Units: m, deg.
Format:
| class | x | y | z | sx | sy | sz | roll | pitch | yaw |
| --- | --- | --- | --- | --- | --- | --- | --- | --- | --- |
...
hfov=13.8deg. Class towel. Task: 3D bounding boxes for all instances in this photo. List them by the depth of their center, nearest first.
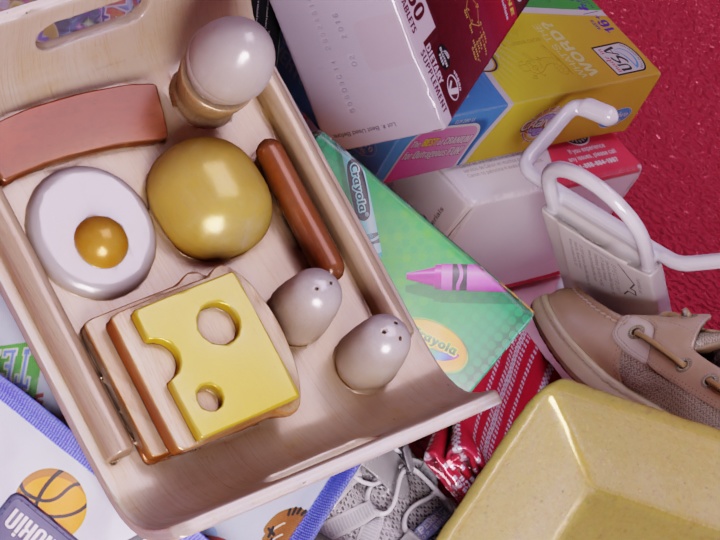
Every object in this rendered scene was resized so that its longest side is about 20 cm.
| class | x | y | z | sx | sy | sz | roll | pitch | yaw |
| --- | --- | --- | --- | --- | --- | --- | --- | --- | --- |
| towel | 0.110 | 0.117 | 1.328 | 0.200 | 0.022 | 0.145 | 49 | 26 | -12 |

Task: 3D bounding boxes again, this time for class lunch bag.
| class | x | y | z | sx | sy | sz | roll | pitch | yaw |
| --- | --- | --- | --- | --- | --- | --- | --- | --- | --- |
| lunch bag | -0.099 | 0.072 | 1.110 | 0.170 | 0.124 | 0.200 | 38 | 68 | -1 |

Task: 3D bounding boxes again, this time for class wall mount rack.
| class | x | y | z | sx | sy | sz | roll | pitch | yaw |
| --- | --- | --- | --- | --- | --- | --- | --- | --- | --- |
| wall mount rack | 0.161 | 0.003 | 1.411 | 0.174 | 0.200 | 0.075 | 33 | 70 | 29 |

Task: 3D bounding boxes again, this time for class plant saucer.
| class | x | y | z | sx | sy | sz | roll | pitch | yaw |
| --- | --- | --- | --- | --- | --- | --- | --- | --- | --- |
| plant saucer | 0.105 | 0.155 | 1.175 | 0.200 | 0.200 | 0.048 | 17 | -27 | 42 |

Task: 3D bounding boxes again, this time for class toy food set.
| class | x | y | z | sx | sy | sz | roll | pitch | yaw |
| --- | --- | --- | --- | --- | --- | --- | --- | --- | --- |
| toy food set | -0.053 | -0.014 | 1.061 | 0.143 | 0.060 | 0.200 | -22 | 77 | -30 |

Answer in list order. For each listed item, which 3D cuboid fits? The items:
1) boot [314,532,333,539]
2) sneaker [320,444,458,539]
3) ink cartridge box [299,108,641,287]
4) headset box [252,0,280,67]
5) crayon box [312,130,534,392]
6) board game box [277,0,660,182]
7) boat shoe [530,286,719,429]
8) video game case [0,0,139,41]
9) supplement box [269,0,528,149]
| class | x | y | z | sx | sy | sz | roll | pitch | yaw |
| --- | --- | --- | --- | --- | --- | --- | --- | --- | --- |
| boot | -0.083 | 0.084 | 1.222 | 0.200 | 0.073 | 0.182 | 22 | 49 | -6 |
| sneaker | -0.006 | 0.086 | 1.275 | 0.200 | 0.082 | 0.075 | 37 | 33 | 5 |
| ink cartridge box | 0.022 | -0.083 | 1.512 | 0.147 | 0.086 | 0.200 | -13 | 54 | -47 |
| headset box | -0.165 | -0.105 | 1.301 | 0.200 | 0.093 | 0.174 | 1 | 8 | -39 |
| crayon box | 0.000 | 0.000 | 1.306 | 0.119 | 0.058 | 0.200 | 40 | -3 | -6 |
| board game box | 0.032 | -0.120 | 1.453 | 0.200 | 0.040 | 0.153 | -15 | 56 | -47 |
| boat shoe | 0.144 | 0.054 | 1.346 | 0.072 | 0.065 | 0.200 | 47 | 0 | -34 |
| video game case | -0.139 | -0.058 | 1.194 | 0.200 | 0.018 | 0.144 | -1 | 90 | -39 |
| supplement box | 0.024 | -0.147 | 1.345 | 0.109 | 0.061 | 0.200 | 68 | 27 | -22 |
